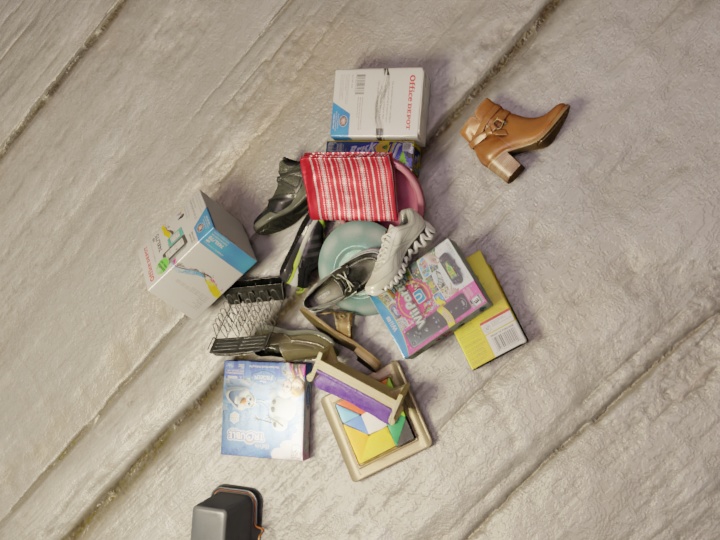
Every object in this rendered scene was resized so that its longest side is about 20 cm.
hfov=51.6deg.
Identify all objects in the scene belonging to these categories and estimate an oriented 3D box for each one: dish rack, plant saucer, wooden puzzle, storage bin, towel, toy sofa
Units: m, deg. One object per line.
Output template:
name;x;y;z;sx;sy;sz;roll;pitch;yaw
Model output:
dish rack;-0.243;0.099;1.581;0.149;0.202;0.056;-7;126;16
plant saucer;0.042;-0.145;1.538;0.195;0.051;0.206;9;120;16
plant saucer;0.000;0.000;1.547;0.195;0.039;0.207;3;102;14
wooden puzzle;0.029;0.312;1.537;0.197;0.037;0.189;-28;77;13
storage bin;-0.283;0.568;1.558;0.141;0.134;0.206;2;86;17
towel;-0.023;-0.168;1.507;0.194;0.023;0.148;2;118;19
toy sofa;-0.007;0.237;1.480;0.196;0.083;0.100;26;102;10

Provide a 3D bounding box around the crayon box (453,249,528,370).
crayon box;0.236;0.079;1.489;0.125;0.051;0.204;-28;77;13

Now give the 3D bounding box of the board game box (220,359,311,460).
board game box;-0.204;0.299;1.608;0.194;0.043;0.205;-1;85;17

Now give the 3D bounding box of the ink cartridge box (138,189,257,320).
ink cartridge box;-0.354;-0.031;1.614;0.199;0.146;0.148;-42;45;9

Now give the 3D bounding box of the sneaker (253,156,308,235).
sneaker;-0.166;-0.168;1.633;0.198;0.076;0.116;-39;64;15

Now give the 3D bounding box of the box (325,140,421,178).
box;0.027;-0.236;1.579;0.194;0.070;0.066;4;86;18

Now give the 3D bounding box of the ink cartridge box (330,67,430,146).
ink cartridge box;0.044;-0.343;1.577;0.194;0.084;0.149;4;85;18

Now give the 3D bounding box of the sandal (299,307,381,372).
sandal;-0.028;0.123;1.567;0.210;0.078;0.070;37;74;15

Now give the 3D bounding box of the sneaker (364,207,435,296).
sneaker;0.063;-0.036;1.455;0.081;0.074;0.201;48;65;-23

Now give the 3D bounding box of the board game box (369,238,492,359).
board game box;0.137;0.058;1.464;0.198;0.064;0.150;-36;74;15

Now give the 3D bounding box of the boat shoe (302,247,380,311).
boat shoe;-0.032;0.028;1.502;0.198;0.071;0.073;-36;90;15

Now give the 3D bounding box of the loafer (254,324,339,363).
loafer;-0.140;0.169;1.573;0.194;0.076;0.071;5;48;18

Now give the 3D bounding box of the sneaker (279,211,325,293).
sneaker;-0.104;-0.050;1.615;0.081;0.072;0.204;28;88;-16

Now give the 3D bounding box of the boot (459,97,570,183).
boot;0.310;-0.295;1.503;0.201;0.076;0.156;-47;69;15
